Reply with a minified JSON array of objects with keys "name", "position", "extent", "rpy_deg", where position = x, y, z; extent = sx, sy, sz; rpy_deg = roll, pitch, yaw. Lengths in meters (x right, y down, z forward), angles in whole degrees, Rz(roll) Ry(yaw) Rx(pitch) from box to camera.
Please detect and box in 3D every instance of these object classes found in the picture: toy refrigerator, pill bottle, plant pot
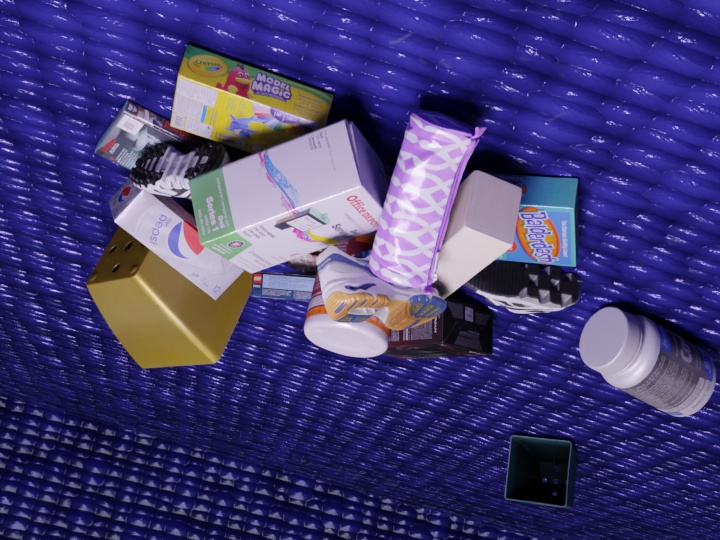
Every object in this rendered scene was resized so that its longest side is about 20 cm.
[{"name":"toy refrigerator","position":[0.119,-0.035,1.103],"extent":[0.069,0.077,0.200],"rpy_deg":[20,154,-12]},{"name":"pill bottle","position":[0.000,0.000,1.200],"extent":[0.112,0.203,0.115],"rpy_deg":[10,157,4]},{"name":"pill bottle","position":[0.431,0.136,1.381],"extent":[0.198,0.116,0.113],"rpy_deg":[26,154,-28]},{"name":"plant pot","position":[-0.303,0.016,1.430],"extent":[0.198,0.202,0.177],"rpy_deg":[-8,138,40]},{"name":"plant pot","position":[0.429,0.474,2.112],"extent":[0.139,0.144,0.200],"rpy_deg":[2,162,24]}]

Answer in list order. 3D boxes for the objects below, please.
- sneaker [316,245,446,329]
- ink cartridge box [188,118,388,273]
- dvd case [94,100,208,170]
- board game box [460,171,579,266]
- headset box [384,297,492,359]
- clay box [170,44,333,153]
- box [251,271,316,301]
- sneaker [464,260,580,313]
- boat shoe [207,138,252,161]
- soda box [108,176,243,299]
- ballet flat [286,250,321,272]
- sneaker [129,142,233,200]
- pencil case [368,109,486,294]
[{"name":"sneaker","position":[0.029,0.015,1.099],"extent":[0.075,0.089,0.198],"rpy_deg":[-37,149,29]},{"name":"ink cartridge box","position":[-0.074,-0.079,1.054],"extent":[0.197,0.085,0.145],"rpy_deg":[-19,162,13]},{"name":"dvd case","position":[-0.244,-0.148,1.230],"extent":[0.198,0.022,0.145],"rpy_deg":[23,154,-23]},{"name":"board game box","position":[0.175,-0.065,1.157],"extent":[0.196,0.046,0.153],"rpy_deg":[5,154,17]},{"name":"headset box","position":[0.093,0.096,1.482],"extent":[0.198,0.079,0.148],"rpy_deg":[-9,163,38]},{"name":"clay box","position":[-0.115,-0.180,1.056],"extent":[0.197,0.048,0.115],"rpy_deg":[17,156,-11]},{"name":"box","position":[-0.061,0.025,1.394],"extent":[0.134,0.038,0.200],"rpy_deg":[3,180,20]},{"name":"sneaker","position":[0.204,0.023,1.303],"extent":[0.197,0.075,0.089],"rpy_deg":[19,154,-11]},{"name":"boat shoe","position":[-0.101,-0.128,1.146],"extent":[0.197,0.061,0.076],"rpy_deg":[17,157,-8]},{"name":"soda box","position":[-0.257,-0.047,1.290],"extent":[0.200,0.063,0.068],"rpy_deg":[43,-174,-35]},{"name":"ballet flat","position":[-0.028,-0.031,1.316],"extent":[0.197,0.076,0.064],"rpy_deg":[-2,135,24]},{"name":"sneaker","position":[-0.214,-0.112,1.157],"extent":[0.198,0.067,0.090],"rpy_deg":[4,152,43]},{"name":"pencil case","position":[0.070,-0.075,1.014],"extent":[0.085,0.203,0.083],"rpy_deg":[28,-154,31]}]
